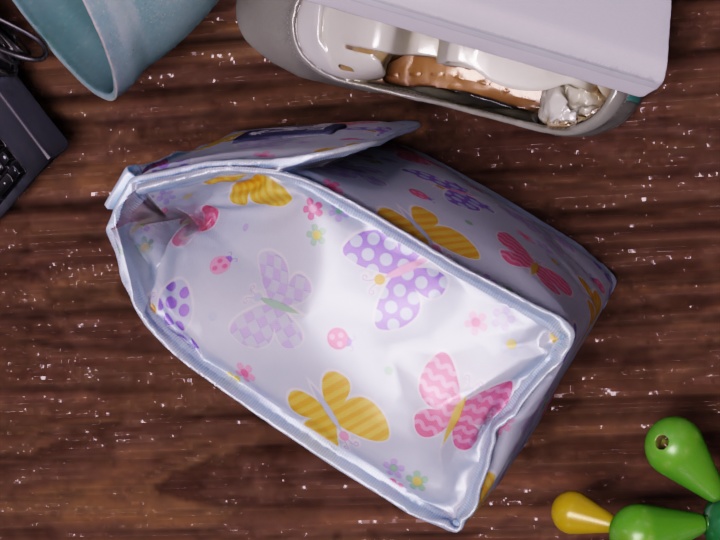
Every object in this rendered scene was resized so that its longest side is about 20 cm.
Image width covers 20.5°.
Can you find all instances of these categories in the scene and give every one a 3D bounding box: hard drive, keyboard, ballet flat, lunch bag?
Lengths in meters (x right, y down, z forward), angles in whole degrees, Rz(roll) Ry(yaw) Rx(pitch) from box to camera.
[{"bbox_3d":[0.042,-0.161,0.840,0.198,0.027,0.133,14,71,-21],"label":"hard drive"},{"bbox_3d":[-0.224,-0.119,0.964,0.200,0.040,0.104,50,124,3],"label":"keyboard"},{"bbox_3d":[0.032,-0.107,0.906,0.198,0.064,0.068,14,100,12],"label":"ballet flat"},{"bbox_3d":[0.000,0.000,0.872,0.199,0.170,0.128,30,104,9],"label":"lunch bag"}]

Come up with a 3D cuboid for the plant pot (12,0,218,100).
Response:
[{"bbox_3d":[-0.110,-0.195,0.878,0.134,0.200,0.201,-34,88,-11],"label":"plant pot"}]

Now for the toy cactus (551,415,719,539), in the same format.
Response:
[{"bbox_3d":[0.184,0.130,0.880,0.199,0.102,0.165,-35,106,24],"label":"toy cactus"}]
